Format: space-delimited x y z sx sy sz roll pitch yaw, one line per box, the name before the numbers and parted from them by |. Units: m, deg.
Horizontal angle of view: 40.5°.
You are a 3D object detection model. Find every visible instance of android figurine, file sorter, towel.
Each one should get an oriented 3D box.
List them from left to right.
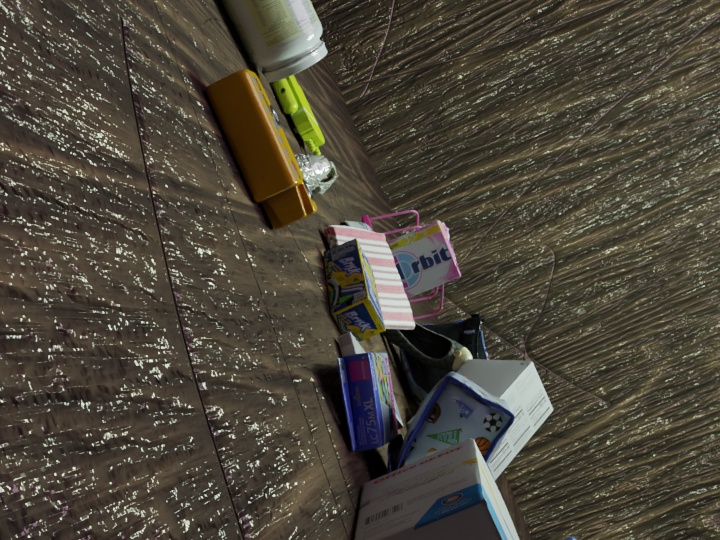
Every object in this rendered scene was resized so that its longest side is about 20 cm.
android figurine | -0.125 -0.321 1.946 0.182 0.041 0.201 28 38 -80
towel | 0.017 0.015 1.707 0.146 0.030 0.201 7 58 -47
file sorter | 0.088 -0.008 2.022 0.139 0.125 0.200 88 -13 -51

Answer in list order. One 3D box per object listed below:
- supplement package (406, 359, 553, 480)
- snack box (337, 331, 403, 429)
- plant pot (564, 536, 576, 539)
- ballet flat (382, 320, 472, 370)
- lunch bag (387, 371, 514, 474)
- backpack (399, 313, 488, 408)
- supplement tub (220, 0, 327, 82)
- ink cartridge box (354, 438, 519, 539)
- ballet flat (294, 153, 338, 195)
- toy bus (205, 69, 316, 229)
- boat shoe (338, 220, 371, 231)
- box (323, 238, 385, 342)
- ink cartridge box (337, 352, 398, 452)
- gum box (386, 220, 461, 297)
supplement package | 0.212 0.259 1.727 0.200 0.155 0.111 -40 113 -36
snack box | 0.017 0.169 1.450 0.200 0.024 0.072 57 12 -52
plant pot | 0.440 0.727 2.177 0.200 0.179 0.201 53 16 -63
ballet flat | 0.122 0.137 1.866 0.199 0.067 0.057 23 -31 23
lunch bag | 0.104 0.239 1.284 0.124 0.200 0.170 30 1 9
backpack | 0.169 0.201 1.932 0.191 0.199 0.154 -99 177 -54
supplement tub | -0.154 -0.449 1.713 0.145 0.145 0.200 -97 162 -67
ink cartridge box | 0.090 0.299 1.058 0.200 0.147 0.145 -62 128 -81
ballet flat | -0.080 -0.176 1.708 0.200 0.072 0.072 -7 74 -82
toy bus | -0.127 -0.155 1.265 0.078 0.065 0.201 -43 109 -82
boat shoe | 0.000 0.000 1.783 0.067 0.073 0.201 12 50 -47
box | -0.012 0.031 1.535 0.200 0.064 0.070 -100 164 -61
ink cartridge box | 0.013 0.167 1.264 0.200 0.042 0.120 22 60 -77
gum box | 0.089 -0.008 1.860 0.066 0.199 0.114 -3 71 -83
